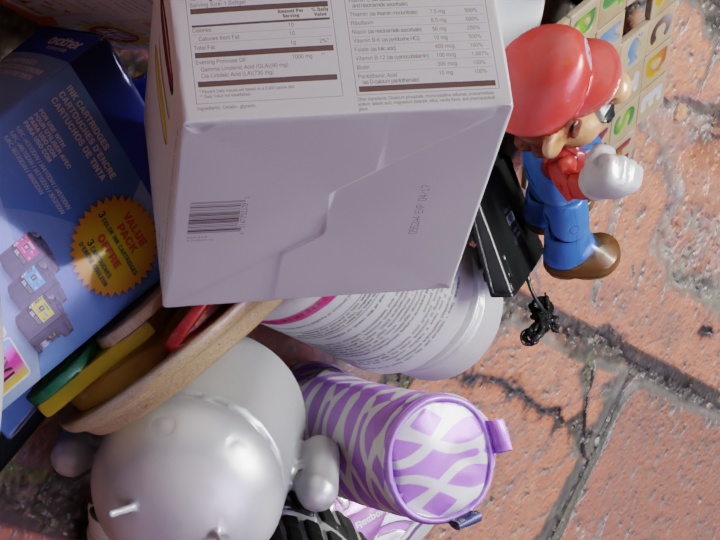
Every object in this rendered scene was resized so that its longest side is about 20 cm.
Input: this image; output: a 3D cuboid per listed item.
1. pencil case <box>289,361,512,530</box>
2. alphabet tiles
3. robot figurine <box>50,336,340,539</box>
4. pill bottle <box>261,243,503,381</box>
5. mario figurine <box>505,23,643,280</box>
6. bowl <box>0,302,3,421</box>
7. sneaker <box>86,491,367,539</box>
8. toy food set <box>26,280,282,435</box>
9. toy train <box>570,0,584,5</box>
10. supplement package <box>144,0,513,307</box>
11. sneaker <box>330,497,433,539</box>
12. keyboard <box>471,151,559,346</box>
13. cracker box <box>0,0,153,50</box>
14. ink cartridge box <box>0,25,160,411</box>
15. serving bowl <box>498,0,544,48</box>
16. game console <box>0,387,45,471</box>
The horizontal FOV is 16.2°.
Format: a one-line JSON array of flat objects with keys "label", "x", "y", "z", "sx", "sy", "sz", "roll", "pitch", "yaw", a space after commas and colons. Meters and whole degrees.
[{"label": "pencil case", "x": 0.010, "y": 0.102, "z": 1.563, "sx": 0.085, "sy": 0.200, "sz": 0.084, "roll": -29, "pitch": 109, "yaw": -23}, {"label": "alphabet tiles", "x": 0.165, "y": -0.123, "z": 1.741, "sx": 0.167, "sy": 0.008, "sz": 0.200, "roll": -40, "pitch": 149, "yaw": -33}, {"label": "robot figurine", "x": -0.094, "y": 0.108, "z": 1.490, "sx": 0.200, "sy": 0.169, "sz": 0.113, "roll": -72, "pitch": 166, "yaw": -67}, {"label": "pill bottle", "x": 0.000, "y": 0.000, "z": 1.579, "sx": 0.200, "sy": 0.113, "sz": 0.114, "roll": 27, "pitch": 89, "yaw": -52}, {"label": "mario figurine", "x": 0.144, "y": -0.082, "z": 1.596, "sx": 0.106, "sy": 0.123, "sz": 0.200, "roll": -49, "pitch": 152, "yaw": -23}, {"label": "bowl", "x": -0.278, "y": 0.072, "z": 1.259, "sx": 0.200, "sy": 0.075, "sz": 0.200, "roll": 1, "pitch": 117, "yaw": -10}, {"label": "sneaker", "x": -0.083, "y": 0.188, "z": 1.591, "sx": 0.200, "sy": 0.078, "sz": 0.090, "roll": 11, "pitch": 115, "yaw": -17}, {"label": "toy food set", "x": -0.096, "y": 0.018, "z": 1.413, "sx": 0.200, "sy": 0.198, "sz": 0.049, "roll": -37, "pitch": 100, "yaw": 16}, {"label": "toy train", "x": 0.138, "y": -0.199, "z": 1.635, "sx": 0.046, "sy": 0.034, "sz": 0.200, "roll": -61, "pitch": 168, "yaw": 4}, {"label": "supplement package", "x": -0.023, "y": -0.076, "z": 1.239, "sx": 0.155, "sy": 0.111, "sz": 0.200, "roll": -3, "pitch": 155, "yaw": -9}, {"label": "sneaker", "x": -0.012, "y": 0.149, "z": 1.680, "sx": 0.201, "sy": 0.073, "sz": 0.114, "roll": -51, "pitch": 136, "yaw": -16}, {"label": "keyboard", "x": 0.099, "y": -0.008, "z": 1.651, "sx": 0.200, "sy": 0.021, "sz": 0.127, "roll": -40, "pitch": 110, "yaw": -76}, {"label": "cracker box", "x": -0.104, "y": -0.163, "z": 1.307, "sx": 0.134, "sy": 0.200, "sz": 0.058, "roll": 27, "pitch": 71, "yaw": -51}, {"label": "ink cartridge box", "x": -0.171, "y": -0.037, "z": 1.350, "sx": 0.200, "sy": 0.076, "sz": 0.137, "roll": -42, "pitch": 120, "yaw": -23}, {"label": "serving bowl", "x": 0.054, "y": -0.161, "z": 1.572, "sx": 0.200, "sy": 0.066, "sz": 0.201, "roll": 14, "pitch": 90, "yaw": -71}, {"label": "game console", "x": -0.207, "y": 0.024, "z": 1.429, "sx": 0.200, "sy": 0.031, "sz": 0.177, "roll": -51, "pitch": 139, "yaw": -16}]
